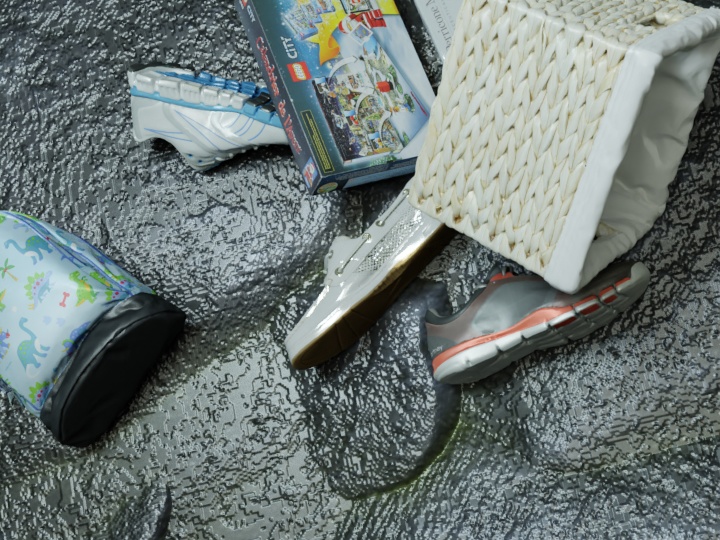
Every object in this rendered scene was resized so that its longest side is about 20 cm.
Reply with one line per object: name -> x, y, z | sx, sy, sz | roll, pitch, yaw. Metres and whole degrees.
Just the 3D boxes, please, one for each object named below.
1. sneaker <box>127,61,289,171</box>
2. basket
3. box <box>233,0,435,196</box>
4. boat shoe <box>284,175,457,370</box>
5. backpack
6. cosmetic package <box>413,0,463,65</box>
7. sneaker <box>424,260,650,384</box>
sneaker -> -0.119, -0.130, 1.150 | 0.198, 0.075, 0.087 | 14, 114, 8
basket -> 0.163, -0.121, 0.980 | 0.160, 0.198, 0.201 | 26, 120, 22
box -> -0.014, -0.174, 1.107 | 0.136, 0.038, 0.201 | -14, 72, -24
boat shoe -> 0.000, 0.000, 1.088 | 0.200, 0.071, 0.069 | -44, 71, -8
backpack -> -0.285, 0.032, 1.117 | 0.163, 0.154, 0.200 | -50, 60, 6
cosmetic package -> 0.150, -0.253, 1.104 | 0.199, 0.071, 0.102 | -25, 74, 7
sneaker -> 0.141, 0.023, 1.047 | 0.199, 0.077, 0.082 | -23, 68, 6
